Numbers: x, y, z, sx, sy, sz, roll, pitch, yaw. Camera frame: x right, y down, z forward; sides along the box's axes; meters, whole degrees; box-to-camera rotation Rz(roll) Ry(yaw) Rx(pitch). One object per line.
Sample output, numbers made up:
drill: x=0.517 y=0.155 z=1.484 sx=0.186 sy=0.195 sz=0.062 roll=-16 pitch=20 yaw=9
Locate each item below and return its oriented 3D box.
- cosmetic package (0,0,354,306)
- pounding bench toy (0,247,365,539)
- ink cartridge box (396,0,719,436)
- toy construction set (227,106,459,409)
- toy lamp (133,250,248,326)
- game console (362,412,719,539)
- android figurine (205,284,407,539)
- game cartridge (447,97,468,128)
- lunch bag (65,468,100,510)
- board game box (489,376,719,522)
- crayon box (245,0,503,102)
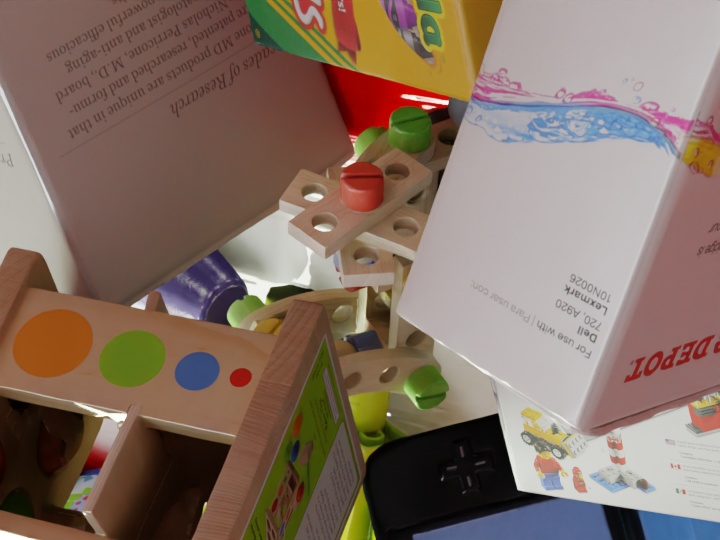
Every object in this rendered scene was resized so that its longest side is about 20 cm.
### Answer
cosmetic package: x=-0.140 y=-0.104 z=1.103 sx=0.165 sy=0.165 sz=0.200 roll=5 pitch=122 yaw=49
pounding bench toy: x=-0.093 y=0.106 z=1.031 sx=0.156 sy=0.124 sz=0.200 roll=10 pitch=146 yaw=17
ink cartridge box: x=0.109 y=-0.061 z=0.794 sx=0.084 sy=0.145 sz=0.200 roll=31 pitch=115 yaw=29
toy construction set: x=0.000 y=0.000 z=1.045 sx=0.092 sy=0.131 sz=0.200 roll=60 pitch=157 yaw=24
toy lamp: x=-0.139 y=-0.024 z=1.274 sx=0.200 sy=0.058 sz=0.058 roll=33 pitch=141 yaw=31
game console: x=0.104 y=0.140 z=1.012 sx=0.119 sy=0.172 sz=0.200 roll=93 pitch=163 yaw=-75
android figurine: x=-0.028 y=0.115 z=1.215 sx=0.182 sy=0.041 sz=0.200 roll=33 pitch=122 yaw=46
game cartridge: x=0.123 y=-0.053 z=0.948 sx=0.200 sy=0.042 sz=0.133 roll=40 pitch=148 yaw=19
lunch bag: x=-0.195 y=0.196 z=1.432 sx=0.200 sy=0.170 sz=0.127 roll=10 pitch=127 yaw=48
board game box: x=0.139 y=0.039 z=0.928 sx=0.200 sy=0.035 sz=0.126 roll=6 pitch=124 yaw=34
crayon box: x=0.015 y=-0.140 z=0.943 sx=0.200 sy=0.051 sz=0.127 roll=20 pitch=128 yaw=55
